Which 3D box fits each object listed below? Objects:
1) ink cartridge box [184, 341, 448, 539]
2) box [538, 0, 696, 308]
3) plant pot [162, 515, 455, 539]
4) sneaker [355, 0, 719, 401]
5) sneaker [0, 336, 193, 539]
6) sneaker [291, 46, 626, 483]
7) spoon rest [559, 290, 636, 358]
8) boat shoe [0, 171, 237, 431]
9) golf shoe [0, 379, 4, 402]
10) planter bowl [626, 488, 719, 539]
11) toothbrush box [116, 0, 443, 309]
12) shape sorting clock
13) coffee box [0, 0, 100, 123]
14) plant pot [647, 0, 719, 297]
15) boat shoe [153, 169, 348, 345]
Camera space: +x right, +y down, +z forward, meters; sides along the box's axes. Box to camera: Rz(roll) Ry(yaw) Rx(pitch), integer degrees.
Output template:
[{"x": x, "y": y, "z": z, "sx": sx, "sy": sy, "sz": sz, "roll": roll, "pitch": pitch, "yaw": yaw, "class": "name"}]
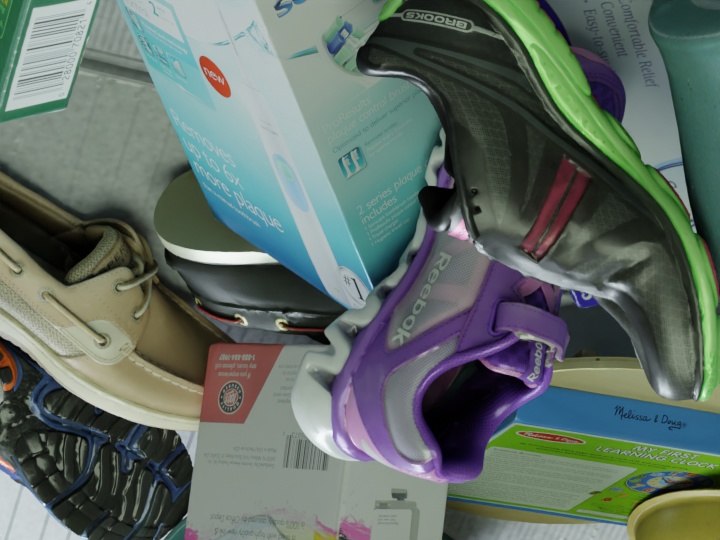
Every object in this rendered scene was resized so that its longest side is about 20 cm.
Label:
[{"x": -0.024, "y": 0.137, "z": 1.340, "sx": 0.067, "sy": 0.200, "sz": 0.116, "roll": 12, "pitch": 172, "yaw": -38, "class": "ink cartridge box"}, {"x": 0.159, "y": -0.103, "z": 1.259, "sx": 0.200, "sy": 0.105, "sz": 0.184, "roll": -16, "pitch": 129, "yaw": 11, "class": "box"}, {"x": -0.002, "y": 0.213, "z": 1.463, "sx": 0.200, "sy": 0.201, "sz": 0.161, "roll": -27, "pitch": 157, "yaw": 20, "class": "plant pot"}, {"x": 0.070, "y": -0.028, "z": 1.122, "sx": 0.084, "sy": 0.077, "sz": 0.200, "roll": -36, "pitch": 91, "yaw": -2, "class": "sneaker"}, {"x": -0.163, "y": 0.067, "z": 1.417, "sx": 0.200, "sy": 0.078, "sz": 0.075, "roll": 36, "pitch": 92, "yaw": -25, "class": "sneaker"}, {"x": 0.057, "y": 0.005, "z": 1.183, "sx": 0.080, "sy": 0.088, "sz": 0.200, "roll": 27, "pitch": 96, "yaw": -40, "class": "sneaker"}, {"x": 0.095, "y": 0.020, "z": 1.389, "sx": 0.200, "sy": 0.061, "sz": 0.099, "roll": 34, "pitch": 122, "yaw": -24, "class": "spoon rest"}, {"x": -0.128, "y": 0.012, "z": 1.371, "sx": 0.200, "sy": 0.071, "sz": 0.065, "roll": 28, "pitch": 125, "yaw": -20, "class": "boat shoe"}, {"x": -0.232, "y": -0.008, "z": 1.319, "sx": 0.088, "sy": 0.077, "sz": 0.200, "roll": -21, "pitch": 91, "yaw": -1, "class": "golf shoe"}, {"x": 0.216, "y": 0.188, "z": 1.422, "sx": 0.200, "sy": 0.084, "sz": 0.200, "roll": 17, "pitch": 156, "yaw": 8, "class": "planter bowl"}, {"x": -0.026, "y": -0.091, "z": 1.228, "sx": 0.085, "sy": 0.146, "sz": 0.200, "roll": -36, "pitch": 131, "yaw": -18, "class": "toothbrush box"}, {"x": 0.110, "y": 0.082, "z": 1.402, "sx": 0.200, "sy": 0.039, "sz": 0.200, "roll": 1, "pitch": 158, "yaw": 1, "class": "shape sorting clock"}, {"x": -0.142, "y": -0.174, "z": 1.186, "sx": 0.044, "sy": 0.123, "sz": 0.200, "roll": -14, "pitch": 138, "yaw": -37, "class": "coffee box"}, {"x": 0.212, "y": -0.052, "z": 1.123, "sx": 0.200, "sy": 0.200, "sz": 0.188, "roll": -24, "pitch": 110, "yaw": 18, "class": "plant pot"}, {"x": 0.001, "y": -0.002, "z": 1.330, "sx": 0.201, "sy": 0.074, "sz": 0.063, "roll": 8, "pitch": 142, "yaw": 28, "class": "boat shoe"}]
